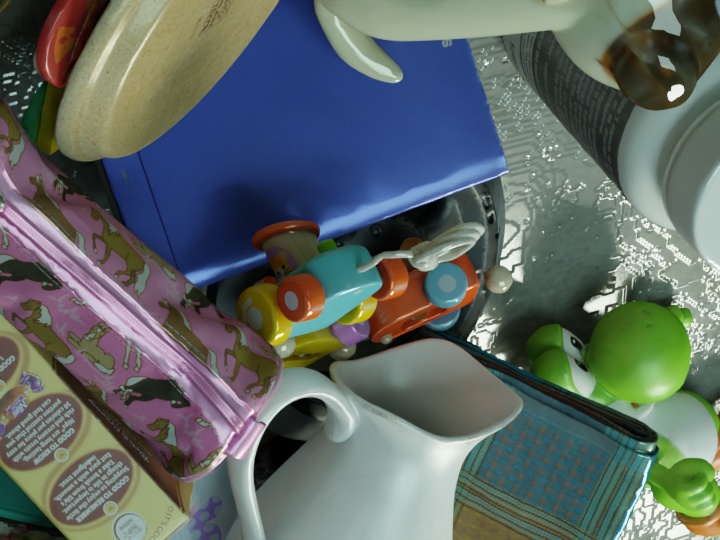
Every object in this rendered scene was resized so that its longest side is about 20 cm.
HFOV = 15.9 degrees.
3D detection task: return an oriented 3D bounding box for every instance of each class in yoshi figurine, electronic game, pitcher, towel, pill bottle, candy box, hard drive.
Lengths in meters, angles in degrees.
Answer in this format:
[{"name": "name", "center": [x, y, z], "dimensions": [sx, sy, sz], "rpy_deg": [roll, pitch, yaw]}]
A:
[{"name": "yoshi figurine", "center": [0.186, 0.081, 1.548], "dimensions": [0.200, 0.112, 0.112], "rpy_deg": [34, 88, -40]}, {"name": "electronic game", "center": [0.000, 0.000, 1.396], "dimensions": [0.200, 0.042, 0.200], "rpy_deg": [-19, 123, -33]}, {"name": "pitcher", "center": [-0.022, 0.137, 1.340], "dimensions": [0.172, 0.121, 0.200], "rpy_deg": [6, 117, -40]}, {"name": "towel", "center": [0.066, 0.142, 1.427], "dimensions": [0.147, 0.022, 0.200], "rpy_deg": [24, 117, 6]}, {"name": "pill bottle", "center": [0.164, -0.091, 1.325], "dimensions": [0.114, 0.200, 0.114], "rpy_deg": [-15, 131, -18]}, {"name": "candy box", "center": [-0.164, 0.050, 1.252], "dimensions": [0.056, 0.117, 0.200], "rpy_deg": [-42, 99, 6]}, {"name": "hard drive", "center": [-0.036, -0.078, 1.305], "dimensions": [0.200, 0.025, 0.132], "rpy_deg": [-21, 101, -13]}]

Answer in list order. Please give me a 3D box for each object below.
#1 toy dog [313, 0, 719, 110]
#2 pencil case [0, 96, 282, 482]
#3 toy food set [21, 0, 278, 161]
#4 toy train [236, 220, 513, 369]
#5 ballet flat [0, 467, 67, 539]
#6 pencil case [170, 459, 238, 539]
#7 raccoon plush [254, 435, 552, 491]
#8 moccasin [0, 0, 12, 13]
[{"name": "toy dog", "center": [0.083, -0.149, 1.213], "dimensions": [0.200, 0.140, 0.194], "rpy_deg": [19, 116, 0]}, {"name": "pencil case", "center": [-0.124, 0.010, 1.175], "dimensions": [0.083, 0.087, 0.200], "rpy_deg": [-32, 116, 31]}, {"name": "toy food set", "center": [-0.082, -0.133, 1.178], "dimensions": [0.198, 0.049, 0.200], "rpy_deg": [-48, 171, -32]}, {"name": "toy train", "center": [0.001, 0.001, 1.296], "dimensions": [0.150, 0.056, 0.200], "rpy_deg": [-25, 168, -4]}, {"name": "ballet flat", "center": [-0.227, 0.109, 1.332], "dimensions": [0.200, 0.076, 0.064], "rpy_deg": [28, 138, -35]}, {"name": "pencil case", "center": [-0.107, 0.108, 1.402], "dimensions": [0.083, 0.091, 0.200], "rpy_deg": [-2, 127, 16]}, {"name": "raccoon plush", "center": [0.035, 0.135, 1.477], "dimensions": [0.200, 0.134, 0.097], "rpy_deg": [-33, 135, -2]}, {"name": "moccasin", "center": [-0.133, -0.186, 1.177], "dimensions": [0.201, 0.074, 0.078], "rpy_deg": [-49, 146, 9]}]
